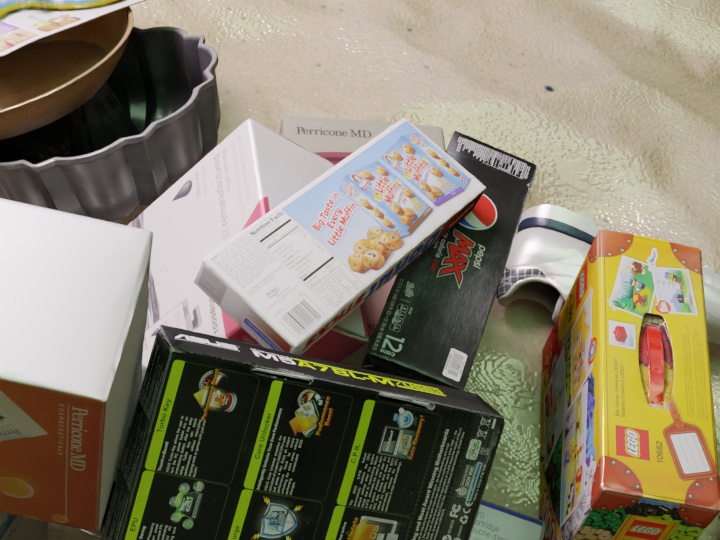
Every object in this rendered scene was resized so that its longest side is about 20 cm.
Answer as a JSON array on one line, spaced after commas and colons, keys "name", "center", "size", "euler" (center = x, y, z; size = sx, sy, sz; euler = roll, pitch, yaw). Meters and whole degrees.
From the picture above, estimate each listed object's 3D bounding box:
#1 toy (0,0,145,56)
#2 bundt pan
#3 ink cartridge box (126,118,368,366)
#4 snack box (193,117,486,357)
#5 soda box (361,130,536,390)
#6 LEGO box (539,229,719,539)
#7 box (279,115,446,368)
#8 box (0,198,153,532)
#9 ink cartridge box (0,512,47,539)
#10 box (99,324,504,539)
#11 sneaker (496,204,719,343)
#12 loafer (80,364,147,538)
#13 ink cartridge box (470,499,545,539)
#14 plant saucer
[{"name": "toy", "center": [-0.226, -0.219, 0.987], "size": [0.114, 0.048, 0.200], "euler": [24, 41, 29]}, {"name": "bundt pan", "center": [-0.192, -0.101, 0.997], "size": [0.199, 0.076, 0.203], "euler": [-10, 34, 7]}, {"name": "ink cartridge box", "center": [-0.099, 0.025, 0.865], "size": [0.082, 0.199, 0.148], "euler": [25, 40, -40]}, {"name": "snack box", "center": [-0.006, -0.023, 0.785], "size": [0.072, 0.024, 0.200], "euler": [41, 46, 11]}, {"name": "soda box", "center": [0.055, 0.008, 0.859], "size": [0.063, 0.071, 0.201], "euler": [21, 51, 3]}, {"name": "LEGO box", "center": [0.174, 0.101, 0.901], "size": [0.076, 0.150, 0.202], "euler": [10, 51, -4]}, {"name": "box", "center": [0.000, 0.000, 0.969], "size": [0.126, 0.109, 0.202], "euler": [3, 53, -10]}, {"name": "box", "center": [-0.206, 0.034, 0.633], "size": [0.198, 0.125, 0.098], "euler": [12, 51, -4]}, {"name": "ink cartridge box", "center": [-0.275, 0.133, 0.750], "size": [0.146, 0.201, 0.145], "euler": [29, 52, 12]}, {"name": "box", "center": [-0.040, 0.147, 0.712], "size": [0.191, 0.202, 0.048], "euler": [13, 9, -19]}, {"name": "sneaker", "center": [0.202, 0.024, 1.026], "size": [0.198, 0.077, 0.081], "euler": [20, 62, 10]}, {"name": "loafer", "center": [-0.140, 0.129, 0.786], "size": [0.069, 0.201, 0.070], "euler": [17, 51, 26]}, {"name": "ink cartridge box", "center": [0.004, 0.220, 0.826], "size": [0.196, 0.047, 0.201], "euler": [20, 52, -3]}, {"name": "plant saucer", "center": [-0.257, -0.145, 0.985], "size": [0.198, 0.036, 0.201], "euler": [-10, 35, 7]}]
